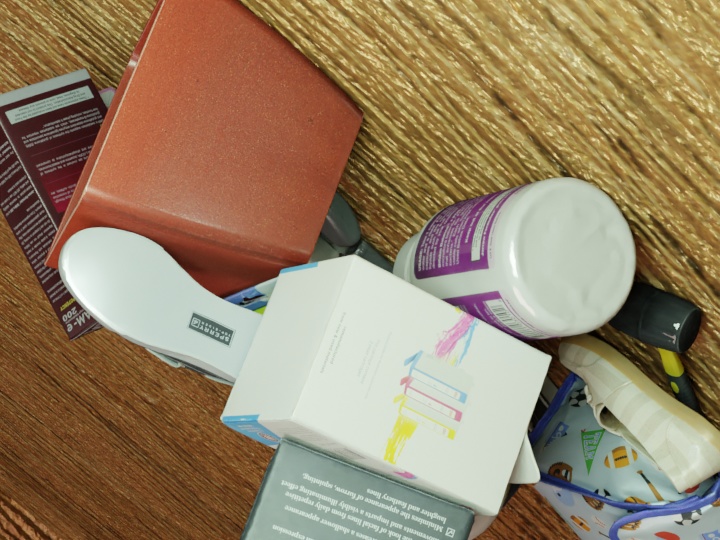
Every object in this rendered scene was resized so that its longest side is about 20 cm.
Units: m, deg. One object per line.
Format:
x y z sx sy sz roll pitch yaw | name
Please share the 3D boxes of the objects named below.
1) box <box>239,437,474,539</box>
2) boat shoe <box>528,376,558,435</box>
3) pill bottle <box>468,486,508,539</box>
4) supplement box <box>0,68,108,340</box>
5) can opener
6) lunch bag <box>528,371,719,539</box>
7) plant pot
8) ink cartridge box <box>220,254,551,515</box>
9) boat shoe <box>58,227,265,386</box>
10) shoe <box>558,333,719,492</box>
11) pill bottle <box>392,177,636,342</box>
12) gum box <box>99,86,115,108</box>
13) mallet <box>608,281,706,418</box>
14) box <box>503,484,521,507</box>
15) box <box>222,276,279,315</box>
-0.026 0.242 1.500 0.148 0.200 0.107 21 164 -1 | box
0.113 0.096 1.832 0.200 0.064 0.071 46 156 -29 | boat shoe
0.069 0.166 1.762 0.112 0.112 0.200 32 -179 6 | pill bottle
-0.230 -0.055 1.745 0.061 0.109 0.200 -34 82 46 | supplement box
0.000 0.000 1.807 0.200 0.053 0.066 45 156 -26 | can opener
0.249 0.192 1.742 0.200 0.124 0.170 18 158 46 | lunch bag
-0.112 -0.081 1.630 0.176 0.200 0.200 23 161 -10 | plant pot
0.029 0.091 1.532 0.200 0.126 0.128 27 164 -22 | ink cartridge box
-0.137 0.033 1.568 0.200 0.072 0.068 26 163 -20 | boat shoe
0.209 0.107 1.664 0.070 0.053 0.200 46 176 -40 | shoe
0.105 -0.002 1.567 0.112 0.112 0.200 41 159 -18 | pill bottle
-0.192 -0.045 1.844 0.200 0.066 0.114 47 138 18 | gum box
0.231 0.068 1.643 0.066 0.041 0.200 26 162 23 | mallet
0.077 0.157 1.965 0.159 0.046 0.200 37 174 5 | box
-0.013 0.061 1.673 0.200 0.048 0.122 16 157 -31 | box
